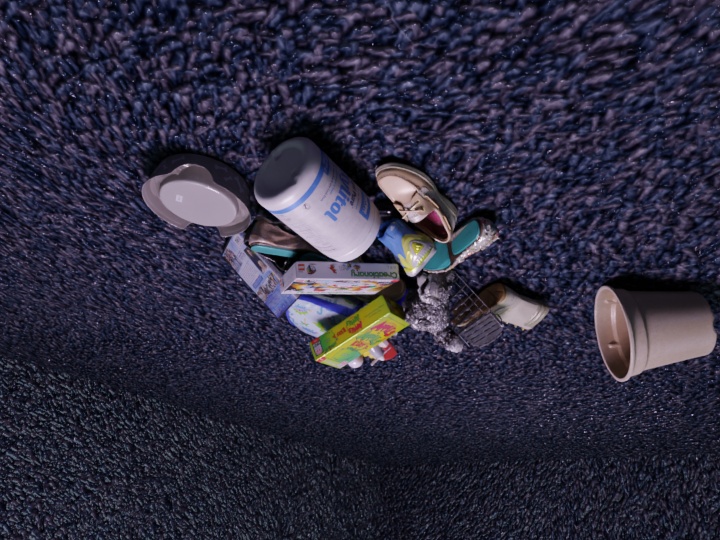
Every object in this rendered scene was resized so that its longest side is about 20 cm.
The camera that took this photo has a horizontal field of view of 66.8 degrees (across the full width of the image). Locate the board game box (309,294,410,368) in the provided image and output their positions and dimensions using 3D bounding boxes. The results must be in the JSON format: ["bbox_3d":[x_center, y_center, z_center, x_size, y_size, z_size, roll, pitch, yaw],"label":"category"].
[{"bbox_3d":[-0.001,0.136,1.185,0.199,0.048,0.101,-34,147,17],"label":"board game box"}]

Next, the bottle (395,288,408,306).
[{"bbox_3d":[0.076,0.093,1.323,0.065,0.084,0.200,-25,170,-14],"label":"bottle"}]

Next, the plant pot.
[{"bbox_3d":[0.618,0.120,1.146,0.181,0.202,0.201,-8,151,4],"label":"plant pot"}]

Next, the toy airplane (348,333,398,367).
[{"bbox_3d":[-0.006,0.187,1.458,0.197,0.142,0.200,18,166,14],"label":"toy airplane"}]

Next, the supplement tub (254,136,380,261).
[{"bbox_3d":[-0.070,-0.116,0.924,0.131,0.133,0.200,-12,147,34],"label":"supplement tub"}]

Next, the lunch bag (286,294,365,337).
[{"bbox_3d":[-0.080,0.094,1.287,0.168,0.129,0.200,16,169,8],"label":"lunch bag"}]

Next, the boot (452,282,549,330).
[{"bbox_3d":[0.325,0.101,1.292,0.153,0.073,0.200,18,150,-23],"label":"boot"}]

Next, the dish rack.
[{"bbox_3d":[0.218,0.092,1.224,0.200,0.054,0.154,48,148,5],"label":"dish rack"}]

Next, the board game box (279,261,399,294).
[{"bbox_3d":[-0.042,0.016,1.032,0.198,0.035,0.126,1,166,-21],"label":"board game box"}]

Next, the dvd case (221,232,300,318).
[{"bbox_3d":[-0.223,0.008,1.201,0.200,0.018,0.143,48,147,-1],"label":"dvd case"}]

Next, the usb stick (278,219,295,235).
[{"bbox_3d":[-0.134,-0.094,1.071,0.055,0.033,0.200,9,153,3],"label":"usb stick"}]

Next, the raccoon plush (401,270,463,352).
[{"bbox_3d":[0.184,0.078,1.156,0.199,0.097,0.134,33,140,-21],"label":"raccoon plush"}]

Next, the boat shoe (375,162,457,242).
[{"bbox_3d":[0.102,-0.113,0.948,0.199,0.070,0.073,30,145,-35],"label":"boat shoe"}]

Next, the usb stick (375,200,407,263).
[{"bbox_3d":[0.073,-0.070,1.076,0.055,0.033,0.200,-2,151,18],"label":"usb stick"}]

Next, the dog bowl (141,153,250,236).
[{"bbox_3d":[-0.297,-0.140,1.019,0.198,0.059,0.201,6,151,3],"label":"dog bowl"}]

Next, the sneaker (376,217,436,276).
[{"bbox_3d":[0.085,-0.052,1.021,0.105,0.076,0.200,42,175,8],"label":"sneaker"}]

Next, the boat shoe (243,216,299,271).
[{"bbox_3d":[-0.140,-0.025,1.082,0.201,0.063,0.073,35,150,-22],"label":"boat shoe"}]

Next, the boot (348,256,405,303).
[{"bbox_3d":[0.000,0.000,1.166,0.198,0.073,0.155,12,153,9],"label":"boot"}]

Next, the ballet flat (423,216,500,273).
[{"bbox_3d":[0.193,-0.041,1.062,0.063,0.076,0.200,5,160,-30],"label":"ballet flat"}]

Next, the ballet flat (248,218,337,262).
[{"bbox_3d":[-0.111,-0.052,1.022,0.199,0.068,0.068,17,159,-33],"label":"ballet flat"}]
